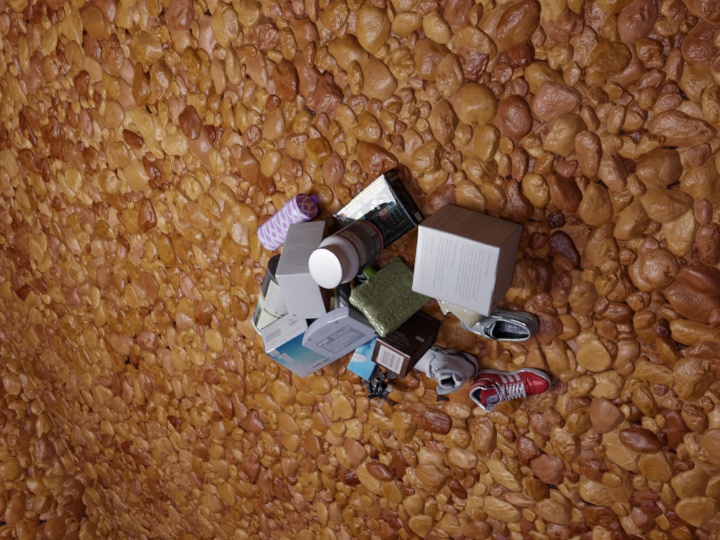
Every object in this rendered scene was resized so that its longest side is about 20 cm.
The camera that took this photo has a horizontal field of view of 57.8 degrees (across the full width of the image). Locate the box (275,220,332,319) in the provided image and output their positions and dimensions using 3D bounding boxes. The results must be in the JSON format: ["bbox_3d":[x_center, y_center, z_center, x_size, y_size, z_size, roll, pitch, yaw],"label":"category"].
[{"bbox_3d":[-0.134,-0.002,1.667,0.103,0.203,0.155,-4,132,10],"label":"box"}]

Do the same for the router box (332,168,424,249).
[{"bbox_3d":[0.045,-0.136,1.643,0.198,0.062,0.152,-34,92,37],"label":"router box"}]

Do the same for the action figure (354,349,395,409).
[{"bbox_3d":[0.052,0.275,1.783,0.100,0.118,0.206,-12,98,39],"label":"action figure"}]

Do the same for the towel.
[{"bbox_3d":[0.078,0.065,1.629,0.149,0.199,0.037,46,147,12],"label":"towel"}]

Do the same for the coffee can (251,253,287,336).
[{"bbox_3d":[-0.217,0.079,1.845,0.145,0.146,0.203,33,124,15],"label":"coffee can"}]

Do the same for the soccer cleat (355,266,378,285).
[{"bbox_3d":[0.000,0.000,1.731,0.200,0.067,0.081,46,139,7],"label":"soccer cleat"}]

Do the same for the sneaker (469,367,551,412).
[{"bbox_3d":[0.361,0.293,1.596,0.195,0.112,0.073,-6,108,33],"label":"sneaker"}]

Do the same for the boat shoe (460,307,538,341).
[{"bbox_3d":[0.326,0.132,1.574,0.196,0.071,0.072,2,112,31],"label":"boat shoe"}]

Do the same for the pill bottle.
[{"bbox_3d":[-0.035,-0.039,1.569,0.113,0.199,0.119,13,117,27],"label":"pill bottle"}]

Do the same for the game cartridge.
[{"bbox_3d":[-0.055,0.158,1.653,0.131,0.041,0.198,26,138,-31],"label":"game cartridge"}]

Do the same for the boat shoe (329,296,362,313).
[{"bbox_3d":[-0.047,0.124,1.807,0.195,0.065,0.074,19,87,20],"label":"boat shoe"}]

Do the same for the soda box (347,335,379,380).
[{"bbox_3d":[0.041,0.180,1.705,0.067,0.064,0.204,25,88,15],"label":"soda box"}]

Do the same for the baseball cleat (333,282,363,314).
[{"bbox_3d":[-0.025,0.095,1.742,0.103,0.070,0.207,6,94,12],"label":"baseball cleat"}]

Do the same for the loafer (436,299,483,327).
[{"bbox_3d":[0.216,0.072,1.595,0.198,0.075,0.070,34,109,33],"label":"loafer"}]

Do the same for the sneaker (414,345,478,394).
[{"bbox_3d":[0.197,0.254,1.680,0.195,0.114,0.077,4,113,30],"label":"sneaker"}]

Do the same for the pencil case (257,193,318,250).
[{"bbox_3d":[-0.200,-0.131,1.785,0.198,0.085,0.085,-33,88,38],"label":"pencil case"}]

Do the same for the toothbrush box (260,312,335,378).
[{"bbox_3d":[-0.160,0.201,1.805,0.144,0.200,0.087,-30,51,13],"label":"toothbrush box"}]

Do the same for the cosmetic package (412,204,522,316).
[{"bbox_3d":[0.244,-0.028,1.500,0.196,0.166,0.172,19,119,25],"label":"cosmetic package"}]

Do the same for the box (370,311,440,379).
[{"bbox_3d":[0.118,0.178,1.645,0.098,0.199,0.077,26,120,19],"label":"box"}]

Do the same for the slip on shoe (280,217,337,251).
[{"bbox_3d":[-0.141,-0.079,1.781,0.197,0.074,0.062,-23,101,32],"label":"slip on shoe"}]
